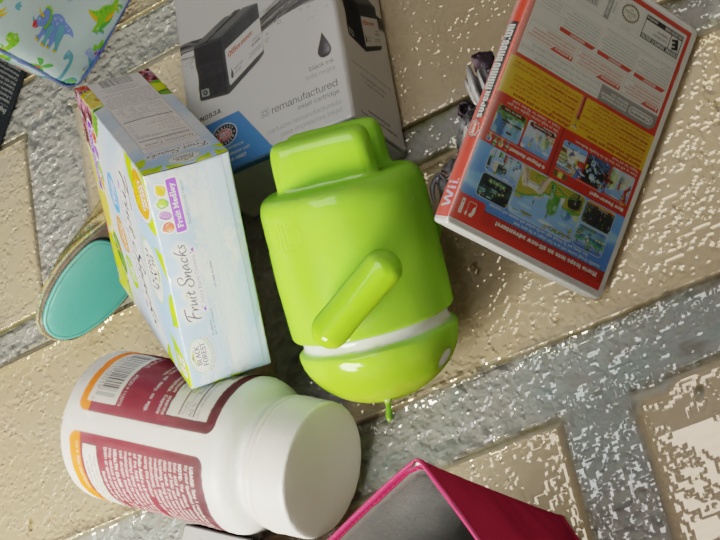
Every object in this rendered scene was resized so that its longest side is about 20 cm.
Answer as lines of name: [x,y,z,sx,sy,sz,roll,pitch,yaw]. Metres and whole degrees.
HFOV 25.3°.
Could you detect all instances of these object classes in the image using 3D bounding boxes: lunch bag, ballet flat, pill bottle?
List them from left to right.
lunch bag: [-0.276,-0.255,1.342,0.082,0.200,0.161,28,91,29]
ballet flat: [-0.197,-0.032,1.303,0.071,0.071,0.200,41,98,35]
pill bottle: [-0.107,0.126,1.153,0.199,0.114,0.115,8,78,34]

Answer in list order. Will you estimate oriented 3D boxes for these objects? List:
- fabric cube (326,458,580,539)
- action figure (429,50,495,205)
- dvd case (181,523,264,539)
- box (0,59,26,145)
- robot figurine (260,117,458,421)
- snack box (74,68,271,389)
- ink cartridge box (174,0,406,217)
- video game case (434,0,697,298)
fabric cube: [0.064,0.261,0.946,0.196,0.199,0.200,-45,55,10]
action figure: [0.104,-0.126,1.116,0.069,0.130,0.200,34,77,0]
dvd case: [-0.078,0.288,1.113,0.150,0.025,0.201,6,85,36]
box: [-0.386,-0.204,1.451,0.148,0.107,0.201,11,80,34]
robot figurine: [0.000,0.000,1.098,0.115,0.175,0.201,-13,98,12]
snack box: [-0.139,-0.035,1.162,0.067,0.169,0.200,-19,28,-17]
ink cartridge box: [-0.059,-0.164,1.243,0.145,0.084,0.201,-22,63,25]
video game case: [0.139,-0.099,1.062,0.017,0.143,0.201,11,79,57]
